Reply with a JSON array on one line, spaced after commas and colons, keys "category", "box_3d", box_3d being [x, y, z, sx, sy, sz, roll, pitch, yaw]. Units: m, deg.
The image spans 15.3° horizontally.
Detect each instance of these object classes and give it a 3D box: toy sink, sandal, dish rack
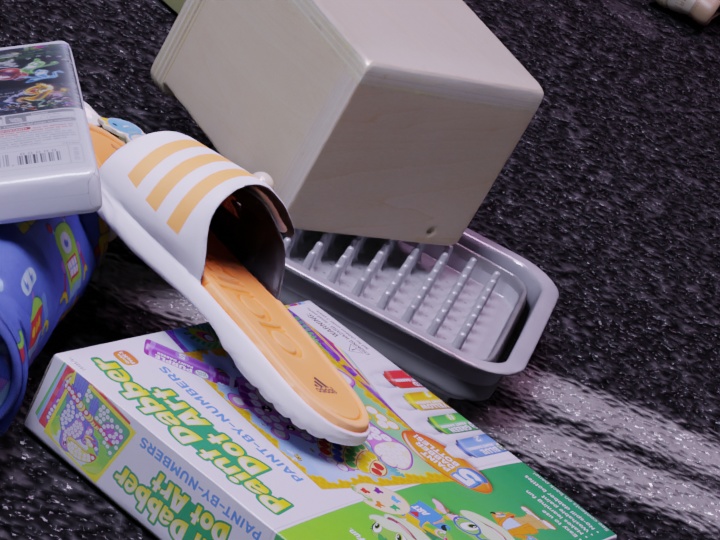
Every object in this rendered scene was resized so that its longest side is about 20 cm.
[{"category": "toy sink", "box_3d": [-0.023, -0.114, 1.436, 0.130, 0.112, 0.200, 5, 35, -43]}, {"category": "sandal", "box_3d": [-0.051, -0.008, 1.207, 0.207, 0.059, 0.079, 46, 15, 23]}, {"category": "dish rack", "box_3d": [0.000, 0.000, 1.411, 0.200, 0.044, 0.172, 27, 21, 3]}]

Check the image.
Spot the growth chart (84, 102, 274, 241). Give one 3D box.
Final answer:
[{"category": "growth chart", "box_3d": [-0.155, -0.060, 1.344, 0.200, 0.018, 0.145, 22, 26, 24]}]

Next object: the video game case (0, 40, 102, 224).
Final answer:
[{"category": "video game case", "box_3d": [-0.219, -0.053, 1.182, 0.199, 0.023, 0.182, -8, 24, -7]}]

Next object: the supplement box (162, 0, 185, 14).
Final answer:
[{"category": "supplement box", "box_3d": [-0.068, -0.257, 1.782, 0.200, 0.135, 0.200, 0, 34, -47]}]

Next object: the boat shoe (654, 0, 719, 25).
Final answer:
[{"category": "boat shoe", "box_3d": [0.309, -0.242, 2.262, 0.064, 0.071, 0.200, 39, 33, 15]}]

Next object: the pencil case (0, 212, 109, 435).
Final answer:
[{"category": "pencil case", "box_3d": [-0.163, 0.011, 1.162, 0.078, 0.087, 0.200, -15, 19, 12]}]

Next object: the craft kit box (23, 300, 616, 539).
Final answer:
[{"category": "craft kit box", "box_3d": [-0.014, 0.094, 1.190, 0.200, 0.049, 0.197, 36, 27, 24]}]
